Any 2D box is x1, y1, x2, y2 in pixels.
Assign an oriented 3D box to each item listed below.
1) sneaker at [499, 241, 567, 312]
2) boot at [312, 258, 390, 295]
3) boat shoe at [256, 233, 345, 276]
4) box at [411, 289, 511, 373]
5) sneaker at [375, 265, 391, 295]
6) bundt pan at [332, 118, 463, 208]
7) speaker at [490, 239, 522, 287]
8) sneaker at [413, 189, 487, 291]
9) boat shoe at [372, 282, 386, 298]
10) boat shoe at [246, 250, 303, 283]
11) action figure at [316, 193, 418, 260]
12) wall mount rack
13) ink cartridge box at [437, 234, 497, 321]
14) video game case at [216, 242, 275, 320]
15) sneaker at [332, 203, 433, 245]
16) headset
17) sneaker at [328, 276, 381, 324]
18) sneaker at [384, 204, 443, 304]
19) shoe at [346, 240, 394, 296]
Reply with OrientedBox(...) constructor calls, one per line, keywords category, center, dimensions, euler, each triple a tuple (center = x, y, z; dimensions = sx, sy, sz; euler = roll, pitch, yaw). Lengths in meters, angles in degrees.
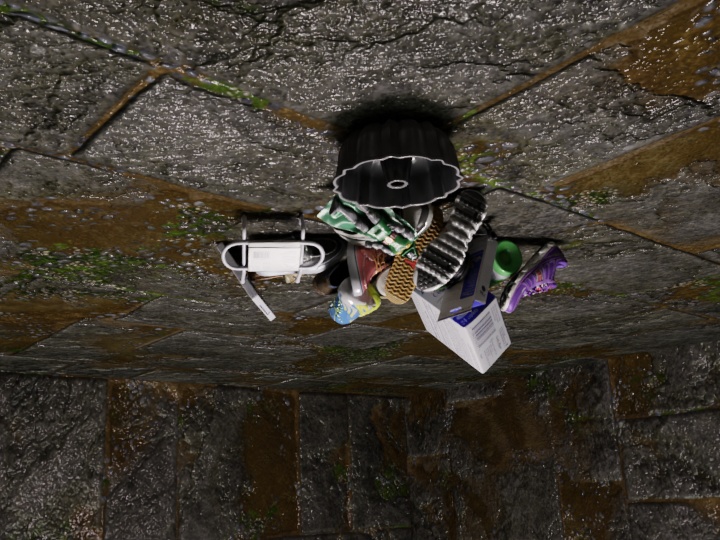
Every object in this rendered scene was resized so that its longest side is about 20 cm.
OrientedBox(category="sneaker", center=(0.378, 0.022, 1.664), dimensions=(0.200, 0.083, 0.081), euler=(-43, 172, -18))
OrientedBox(category="boot", center=(0.000, 0.000, 1.617), dimensions=(0.196, 0.076, 0.097), euler=(-25, -178, -14))
OrientedBox(category="boat shoe", center=(-0.127, -0.037, 1.570), dimensions=(0.195, 0.073, 0.072), euler=(-13, 143, -5))
OrientedBox(category="box", center=(0.221, 0.098, 1.726), dimensions=(0.199, 0.105, 0.185), euler=(37, 162, 41))
OrientedBox(category="sneaker", center=(0.118, -0.006, 1.658), dimensions=(0.196, 0.076, 0.085), euler=(-24, 175, -9))
OrientedBox(category="bundt pan", center=(0.053, -0.164, 1.154), dimensions=(0.196, 0.078, 0.202), euler=(-3, 164, -1))
OrientedBox(category="speaker", center=(0.282, -0.002, 1.732), dimensions=(0.086, 0.091, 0.200), euler=(3, 163, -20))
OrientedBox(category="sneaker", center=(0.166, -0.049, 1.408), dimensions=(0.074, 0.202, 0.081), euler=(34, -179, 7))
OrientedBox(category="boat shoe", center=(0.007, 0.030, 1.746), dimensions=(0.196, 0.075, 0.063), euler=(10, -160, 21))
OrientedBox(category="boat shoe", center=(-0.150, -0.009, 1.655), dimensions=(0.194, 0.076, 0.076), euler=(-3, 164, 0))
OrientedBox(category="action figure", center=(0.034, -0.074, 1.352), dimensions=(0.198, 0.056, 0.117), euler=(32, 128, -31))
OrientedBox(category="wall mount rack", center=(-0.171, -0.024, 1.491), dimensions=(0.194, 0.075, 0.177), euler=(0, 128, -10))
OrientedBox(category="ink cartridge box", center=(0.225, 0.023, 1.608), dimensions=(0.039, 0.203, 0.098), euler=(39, 143, -26))
OrientedBox(category="video game case", center=(-0.246, 0.027, 1.670), dimensions=(0.018, 0.144, 0.200), euler=(-34, 164, -6))
OrientedBox(category="sneaker", center=(0.036, -0.089, 1.411), dimensions=(0.196, 0.078, 0.087), euler=(-13, 161, 30))
OrientedBox(category="headset", center=(0.184, -0.029, 1.563), dimensions=(0.198, 0.094, 0.124), euler=(-36, 118, 9))
OrientedBox(category="sneaker", center=(-0.025, 0.073, 1.567), dimensions=(0.104, 0.077, 0.199), euler=(-35, 163, 12))
OrientedBox(category="sneaker", center=(0.101, -0.038, 1.490), dimensions=(0.074, 0.203, 0.090), euler=(26, -165, 0))
OrientedBox(category="shoe", center=(0.022, -0.023, 1.496), dimensions=(0.089, 0.201, 0.073), euler=(-8, 119, 4))
